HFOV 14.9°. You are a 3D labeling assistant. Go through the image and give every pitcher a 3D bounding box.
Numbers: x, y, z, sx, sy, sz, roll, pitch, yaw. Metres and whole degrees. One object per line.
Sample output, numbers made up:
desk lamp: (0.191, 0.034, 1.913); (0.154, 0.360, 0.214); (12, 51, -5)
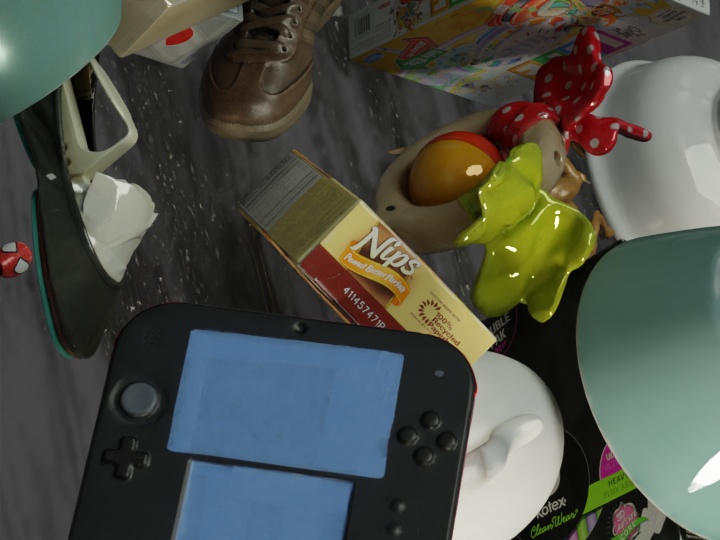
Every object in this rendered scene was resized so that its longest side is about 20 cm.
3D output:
pitcher: (0.049, 0.113, 1.581); (0.200, 0.171, 0.122); (-26, 94, -49)

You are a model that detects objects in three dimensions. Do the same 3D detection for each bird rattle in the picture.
bird rattle: (0.082, -0.069, 1.728); (0.113, 0.162, 0.201); (58, 35, -36)

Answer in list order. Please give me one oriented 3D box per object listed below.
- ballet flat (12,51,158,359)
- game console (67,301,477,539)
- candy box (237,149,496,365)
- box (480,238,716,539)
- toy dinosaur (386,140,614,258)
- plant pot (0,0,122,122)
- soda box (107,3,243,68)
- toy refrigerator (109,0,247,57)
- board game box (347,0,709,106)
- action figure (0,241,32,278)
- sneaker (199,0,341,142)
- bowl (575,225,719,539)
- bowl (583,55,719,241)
ballet flat: (-0.156, -0.052, 1.540); (0.068, 0.068, 0.201); (37, 38, -68)
game console: (-0.045, 0.105, 1.454); (0.199, 0.031, 0.178); (7, 57, 8)
candy box: (0.000, 0.000, 1.596); (0.115, 0.055, 0.200); (46, -2, -16)
box: (0.174, 0.106, 1.729); (0.124, 0.148, 0.201); (12, 60, -38)
toy dinosaur: (0.120, -0.052, 1.835); (0.200, 0.060, 0.106); (45, 44, -16)
plant pot: (-0.220, -0.168, 1.466); (0.161, 0.200, 0.201); (57, 39, -22)
soda box: (-0.122, -0.230, 1.688); (0.063, 0.068, 0.201); (15, 57, -36)
toy refrigerator: (-0.075, -0.202, 1.609); (0.200, 0.070, 0.076); (-29, 84, -41)
board game box: (0.107, -0.165, 1.778); (0.134, 0.200, 0.034); (14, 66, -39)
action figure: (-0.239, 0.027, 1.439); (0.066, 0.052, 0.200); (55, 38, 0)
sneaker: (-0.057, -0.160, 1.694); (0.200, 0.070, 0.076); (-73, 164, -50)
bowl: (0.235, 0.051, 1.630); (0.200, 0.105, 0.202); (21, 53, -31)
bowl: (0.259, -0.076, 1.966); (0.201, 0.090, 0.202); (24, 52, -35)
